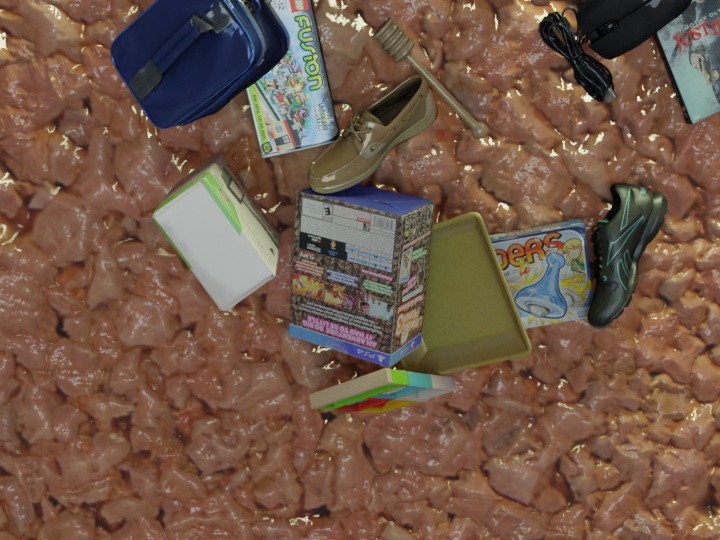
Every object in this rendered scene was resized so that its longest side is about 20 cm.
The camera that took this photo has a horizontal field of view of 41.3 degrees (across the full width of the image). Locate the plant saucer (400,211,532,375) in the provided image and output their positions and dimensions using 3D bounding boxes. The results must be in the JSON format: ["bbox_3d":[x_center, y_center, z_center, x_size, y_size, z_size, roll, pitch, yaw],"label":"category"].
[{"bbox_3d":[0.118,0.032,1.283,0.198,0.048,0.202,-16,101,34],"label":"plant saucer"}]

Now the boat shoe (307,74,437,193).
[{"bbox_3d":[0.008,-0.177,1.216,0.199,0.071,0.065,-39,141,-11],"label":"boat shoe"}]

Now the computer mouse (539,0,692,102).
[{"bbox_3d":[0.338,-0.318,1.201,0.199,0.053,0.139,-39,100,19],"label":"computer mouse"}]

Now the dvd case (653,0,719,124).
[{"bbox_3d":[0.457,-0.312,1.237,0.144,0.022,0.202,-25,104,7],"label":"dvd case"}]

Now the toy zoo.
[{"bbox_3d":[0.040,0.167,1.301,0.130,0.199,0.021,-22,69,30],"label":"toy zoo"}]

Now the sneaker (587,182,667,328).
[{"bbox_3d":[0.341,-0.022,1.291,0.078,0.075,0.202,22,89,-7],"label":"sneaker"}]

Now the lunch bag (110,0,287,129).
[{"bbox_3d":[-0.192,-0.270,1.153,0.199,0.132,0.137,-33,97,27],"label":"lunch bag"}]

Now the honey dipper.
[{"bbox_3d":[0.096,-0.244,1.244,0.038,0.038,0.200,-43,104,11],"label":"honey dipper"}]

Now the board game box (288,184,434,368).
[{"bbox_3d":[0.000,0.000,1.246,0.158,0.097,0.203,15,112,27],"label":"board game box"}]

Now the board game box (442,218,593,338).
[{"bbox_3d":[0.218,0.013,1.323,0.197,0.035,0.137,-11,106,3],"label":"board game box"}]

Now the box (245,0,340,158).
[{"bbox_3d":[-0.098,-0.257,1.238,0.108,0.035,0.203,-12,106,2],"label":"box"}]

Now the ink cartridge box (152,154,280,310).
[{"bbox_3d":[-0.176,-0.055,1.212,0.084,0.200,0.146,-34,105,7],"label":"ink cartridge box"}]
